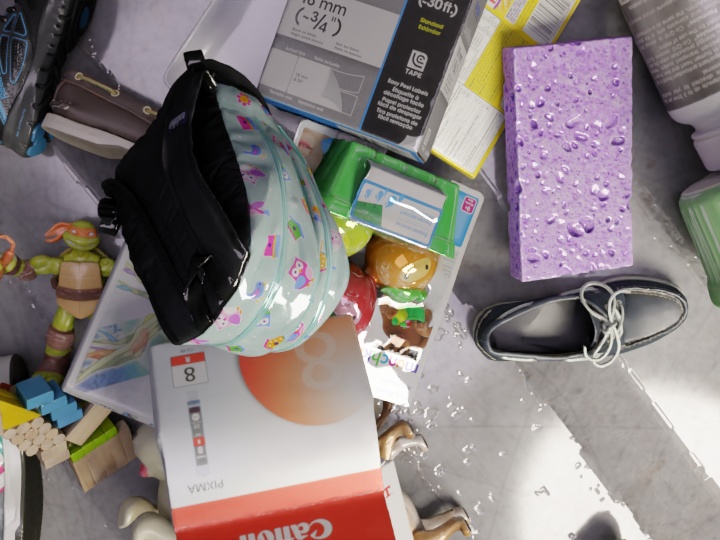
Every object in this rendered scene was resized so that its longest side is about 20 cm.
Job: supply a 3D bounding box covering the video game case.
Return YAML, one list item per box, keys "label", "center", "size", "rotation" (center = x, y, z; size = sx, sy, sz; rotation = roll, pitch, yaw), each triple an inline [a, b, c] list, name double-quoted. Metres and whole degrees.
- label: "video game case"
  center: [-0.124, 0.040, 0.745]
  size: [0.181, 0.022, 0.202]
  rotation: [25, 63, -18]

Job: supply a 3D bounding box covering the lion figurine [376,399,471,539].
- label: "lion figurine"
  center: [0.025, 0.222, 0.818]
  size: [0.122, 0.072, 0.201]
  rotation: [-28, 95, 5]

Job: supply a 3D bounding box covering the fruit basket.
- label: "fruit basket"
  center: [0.000, 0.000, 0.746]
  size: [0.184, 0.094, 0.202]
  rotation: [20, 87, -21]

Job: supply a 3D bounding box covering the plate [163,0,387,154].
- label: "plate"
  center: [-0.038, -0.191, 0.781]
  size: [0.199, 0.032, 0.201]
  rotation: [34, 96, -4]

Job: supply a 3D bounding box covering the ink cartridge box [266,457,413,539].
- label: "ink cartridge box"
  center: [-0.020, 0.273, 0.727]
  size: [0.083, 0.144, 0.202]
  rotation: [-8, 100, 40]

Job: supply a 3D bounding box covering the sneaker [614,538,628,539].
- label: "sneaker"
  center: [0.181, 0.326, 0.833]
  size: [0.092, 0.076, 0.201]
  rotation: [34, 95, 0]

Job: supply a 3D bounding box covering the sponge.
- label: "sponge"
  center: [0.182, -0.097, 0.777]
  size: [0.110, 0.030, 0.202]
  rotation: [-7, 103, -13]

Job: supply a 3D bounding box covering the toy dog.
- label: "toy dog"
  center: [-0.120, 0.192, 0.782]
  size: [0.193, 0.139, 0.201]
  rotation: [-28, 97, -10]

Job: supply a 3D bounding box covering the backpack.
- label: "backpack"
  center: [-0.097, -0.035, 0.649]
  size: [0.126, 0.201, 0.167]
  rotation: [10, 129, -39]

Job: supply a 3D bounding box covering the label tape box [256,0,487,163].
- label: "label tape box"
  center: [0.019, -0.207, 0.711]
  size: [0.143, 0.063, 0.202]
  rotation: [21, 93, 12]

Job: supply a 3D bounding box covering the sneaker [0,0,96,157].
- label: "sneaker"
  center: [-0.284, -0.202, 0.758]
  size: [0.081, 0.073, 0.202]
  rotation: [22, 96, -2]

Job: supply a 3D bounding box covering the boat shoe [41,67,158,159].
- label: "boat shoe"
  center: [-0.169, -0.114, 0.773]
  size: [0.198, 0.072, 0.060]
  rotation: [19, 82, -9]

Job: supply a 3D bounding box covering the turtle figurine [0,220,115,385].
- label: "turtle figurine"
  center: [-0.257, 0.022, 0.791]
  size: [0.198, 0.064, 0.163]
  rotation: [2, 108, -17]

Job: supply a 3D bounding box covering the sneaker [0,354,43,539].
- label: "sneaker"
  center: [-0.358, 0.181, 0.802]
  size: [0.119, 0.084, 0.202]
  rotation: [-5, 90, -5]

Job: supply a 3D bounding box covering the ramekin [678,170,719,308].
- label: "ramekin"
  center: [0.361, -0.057, 0.723]
  size: [0.199, 0.200, 0.098]
  rotation: [-27, 90, 3]

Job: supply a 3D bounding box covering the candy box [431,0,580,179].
- label: "candy box"
  center: [0.109, -0.189, 0.767]
  size: [0.102, 0.026, 0.201]
  rotation: [28, 97, -29]

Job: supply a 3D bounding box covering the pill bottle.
- label: "pill bottle"
  center: [0.292, -0.194, 0.740]
  size: [0.113, 0.114, 0.201]
  rotation: [-26, 95, 3]

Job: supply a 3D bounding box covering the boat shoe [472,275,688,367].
- label: "boat shoe"
  center: [0.201, 0.046, 0.799]
  size: [0.198, 0.062, 0.076]
  rotation: [-3, 96, 0]

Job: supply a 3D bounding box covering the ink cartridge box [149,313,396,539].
- label: "ink cartridge box"
  center: [-0.064, 0.135, 0.646]
  size: [0.160, 0.050, 0.201]
  rotation: [-8, 54, -12]

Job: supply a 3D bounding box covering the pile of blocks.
- label: "pile of blocks"
  center: [-0.269, 0.120, 0.768]
  size: [0.082, 0.200, 0.062]
  rotation: [-47, 56, -6]
